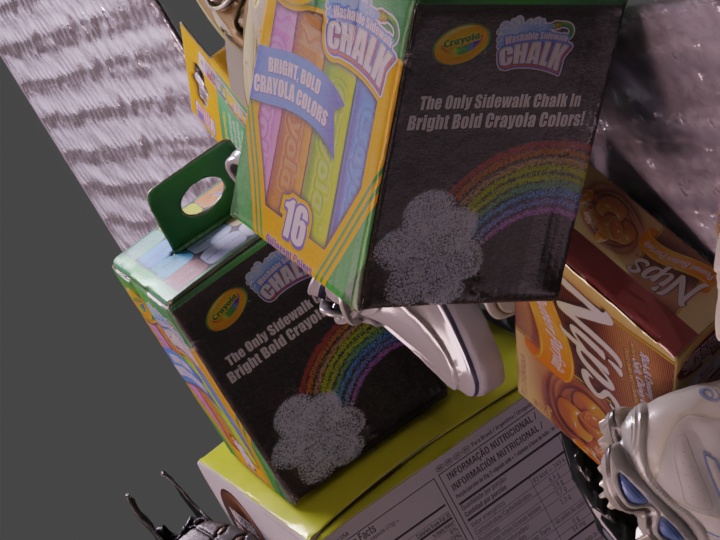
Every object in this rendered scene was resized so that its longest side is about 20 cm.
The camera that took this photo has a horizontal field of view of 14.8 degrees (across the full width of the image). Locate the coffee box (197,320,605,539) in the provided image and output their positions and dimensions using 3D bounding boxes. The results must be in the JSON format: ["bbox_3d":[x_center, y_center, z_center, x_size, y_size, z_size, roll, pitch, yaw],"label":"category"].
[{"bbox_3d":[0.050,0.164,1.750,0.198,0.200,0.200,62,165,-22],"label":"coffee box"}]

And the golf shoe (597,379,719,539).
[{"bbox_3d":[0.209,0.124,1.386,0.200,0.097,0.079,37,-145,-33],"label":"golf shoe"}]

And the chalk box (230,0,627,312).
[{"bbox_3d":[0.033,-0.098,1.289,0.124,0.124,0.201,36,121,49],"label":"chalk box"}]

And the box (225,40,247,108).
[{"bbox_3d":[0.003,-0.074,1.642,0.200,0.068,0.082,52,165,19],"label":"box"}]

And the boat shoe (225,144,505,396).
[{"bbox_3d":[0.000,0.000,1.549,0.200,0.065,0.074,50,160,18],"label":"boat shoe"}]

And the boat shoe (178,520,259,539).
[{"bbox_3d":[-0.051,0.238,1.689,0.200,0.076,0.074,47,165,36],"label":"boat shoe"}]

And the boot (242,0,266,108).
[{"bbox_3d":[-0.010,-0.153,1.423,0.155,0.072,0.201,-151,54,-60],"label":"boot"}]

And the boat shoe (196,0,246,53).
[{"bbox_3d":[-0.036,-0.139,1.589,0.201,0.073,0.063,52,177,19],"label":"boat shoe"}]

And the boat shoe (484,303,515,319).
[{"bbox_3d":[0.075,-0.049,1.440,0.062,0.075,0.200,46,162,28],"label":"boat shoe"}]

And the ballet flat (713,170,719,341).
[{"bbox_3d":[0.197,0.029,1.218,0.201,0.067,0.068,58,167,-6],"label":"ballet flat"}]

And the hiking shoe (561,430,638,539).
[{"bbox_3d":[0.175,0.154,1.564,0.200,0.074,0.087,54,165,8],"label":"hiking shoe"}]

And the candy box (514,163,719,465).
[{"bbox_3d":[0.137,0.039,1.450,0.115,0.055,0.200,41,161,23],"label":"candy box"}]

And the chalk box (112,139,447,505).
[{"bbox_3d":[-0.061,0.015,1.673,0.201,0.125,0.124,60,168,-22],"label":"chalk box"}]

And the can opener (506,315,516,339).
[{"bbox_3d":[0.062,-0.033,1.546,0.200,0.066,0.053,59,-164,-27],"label":"can opener"}]

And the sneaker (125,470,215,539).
[{"bbox_3d":[-0.078,0.226,1.785,0.200,0.060,0.104,53,173,33],"label":"sneaker"}]

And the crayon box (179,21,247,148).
[{"bbox_3d":[-0.038,-0.075,1.813,0.200,0.051,0.126,50,165,20],"label":"crayon box"}]
